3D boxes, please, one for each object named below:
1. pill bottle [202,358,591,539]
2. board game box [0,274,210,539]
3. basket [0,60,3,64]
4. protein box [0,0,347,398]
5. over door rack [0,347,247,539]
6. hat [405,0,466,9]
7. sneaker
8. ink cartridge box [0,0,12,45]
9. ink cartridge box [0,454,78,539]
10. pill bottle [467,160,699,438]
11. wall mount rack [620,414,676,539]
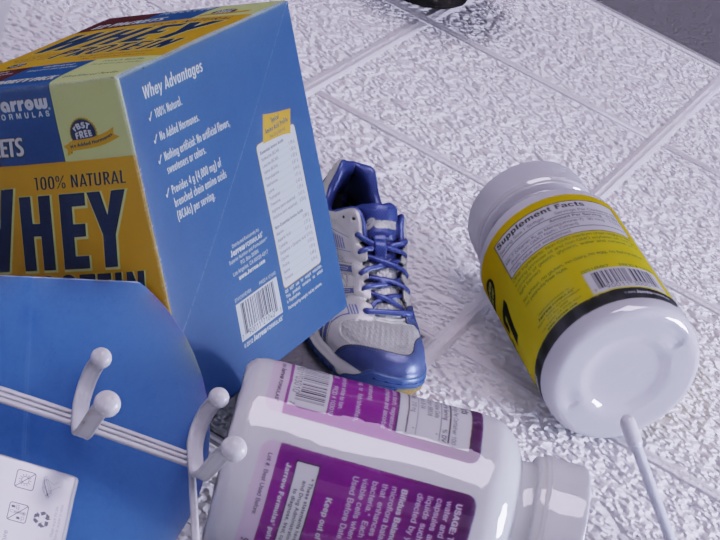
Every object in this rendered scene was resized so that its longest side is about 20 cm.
[{"bbox_3d":[0.021,0.124,1.060,0.199,0.113,0.112,15,30,-3],"label":"pill bottle"},{"bbox_3d":[-0.181,0.083,1.023,0.199,0.159,0.039,2,-4,-18],"label":"board game box"},{"bbox_3d":[-0.304,-0.118,1.251,0.199,0.143,0.149,25,30,6],"label":"basket"},{"bbox_3d":[-0.124,-0.037,1.138,0.134,0.201,0.198,-3,18,28],"label":"protein box"},{"bbox_3d":[-0.133,0.100,0.923,0.147,0.067,0.200,20,32,-14],"label":"over door rack"},{"bbox_3d":[0.061,-0.307,1.870,0.200,0.081,0.201,19,36,-14],"label":"hat"},{"bbox_3d":[0.000,0.000,1.312,0.075,0.088,0.200,7,34,-28],"label":"sneaker"},{"bbox_3d":[-0.345,-0.208,1.400,0.199,0.115,0.068,7,32,-23],"label":"ink cartridge box"},{"bbox_3d":[-0.245,0.123,0.940,0.199,0.039,0.100,20,59,-17],"label":"ink cartridge box"},{"bbox_3d":[0.151,0.014,1.360,0.114,0.115,0.200,8,32,-23],"label":"pill bottle"},{"bbox_3d":[0.183,0.179,1.149,0.174,0.075,0.200,37,32,25],"label":"wall mount rack"}]
